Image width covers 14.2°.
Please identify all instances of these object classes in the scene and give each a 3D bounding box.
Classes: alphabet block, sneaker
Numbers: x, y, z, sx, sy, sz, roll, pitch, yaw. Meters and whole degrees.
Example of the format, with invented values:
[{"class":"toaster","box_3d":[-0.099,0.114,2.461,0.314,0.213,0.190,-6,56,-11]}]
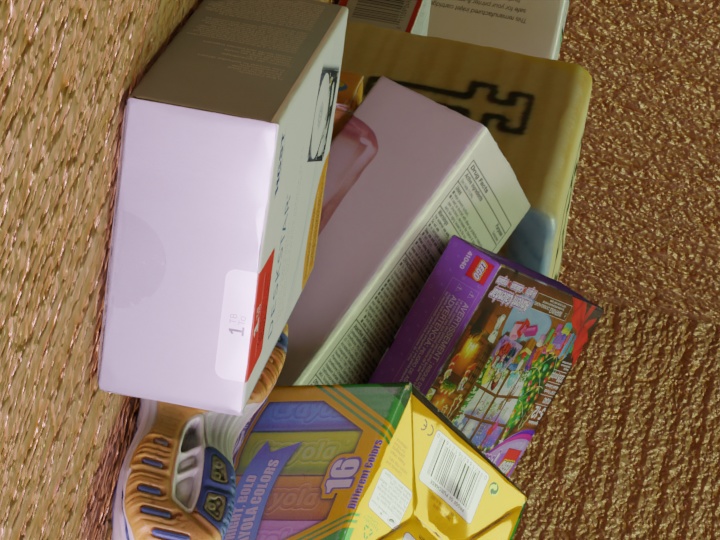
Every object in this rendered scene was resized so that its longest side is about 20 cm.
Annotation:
[{"class":"alphabet block","box_3d":[0.038,-0.028,1.934,0.200,0.196,0.196,-70,171,-57]},{"class":"sneaker","box_3d":[-0.097,0.089,1.549,0.088,0.075,0.200,120,-8,-49]}]

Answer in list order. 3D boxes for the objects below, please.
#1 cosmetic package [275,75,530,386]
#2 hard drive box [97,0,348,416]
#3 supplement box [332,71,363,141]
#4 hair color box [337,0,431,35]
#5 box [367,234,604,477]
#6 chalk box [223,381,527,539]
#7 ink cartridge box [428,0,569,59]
[{"class":"cosmetic package","box_3d":[0.000,0.000,1.702,0.200,0.087,0.103,-52,147,-13]},{"class":"hard drive box","box_3d":[-0.068,-0.040,1.466,0.200,0.077,0.156,-65,165,-66]},{"class":"supplement box","box_3d":[-0.043,-0.026,1.784,0.069,0.066,0.200,-68,168,-63]},{"class":"hair color box","box_3d":[0.005,-0.112,2.103,0.111,0.064,0.200,-70,168,-50]},{"class":"box","box_3d":[0.070,0.061,1.741,0.137,0.039,0.200,-60,157,5]},{"class":"chalk box","box_3d":[-0.034,0.146,1.608,0.124,0.200,0.124,44,56,-36]},{"class":"ink cartridge box","box_3d":[0.103,-0.237,2.406,0.084,0.145,0.200,72,30,-78]}]
